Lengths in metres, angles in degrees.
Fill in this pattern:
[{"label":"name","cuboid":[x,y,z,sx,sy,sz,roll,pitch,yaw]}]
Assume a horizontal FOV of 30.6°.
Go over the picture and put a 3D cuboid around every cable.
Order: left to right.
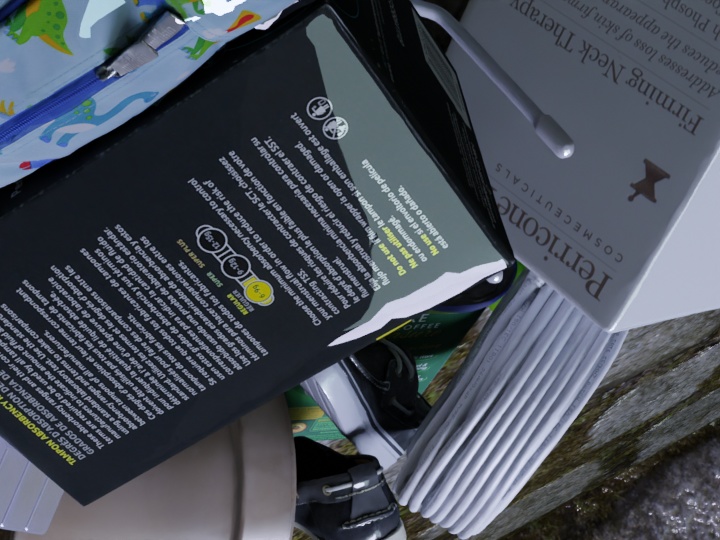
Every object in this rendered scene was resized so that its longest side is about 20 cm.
[{"label":"cable","cuboid":[0.096,0.075,0.838,0.201,0.069,0.200,-57,176,-8]}]

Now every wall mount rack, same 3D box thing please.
[{"label":"wall mount rack","cuboid":[0.009,-0.075,0.652,0.173,0.075,0.200,16,149,-3]}]

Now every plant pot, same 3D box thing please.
[{"label":"plant pot","cuboid":[-0.160,0.141,0.891,0.172,0.201,0.200,2,145,-29]}]

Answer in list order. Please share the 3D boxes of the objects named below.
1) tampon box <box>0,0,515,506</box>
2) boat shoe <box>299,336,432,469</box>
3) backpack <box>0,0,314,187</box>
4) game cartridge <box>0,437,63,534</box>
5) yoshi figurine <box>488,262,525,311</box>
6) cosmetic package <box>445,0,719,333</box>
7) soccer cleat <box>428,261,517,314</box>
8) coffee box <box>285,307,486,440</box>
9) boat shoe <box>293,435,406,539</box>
[{"label":"tampon box","cuboid":[-0.066,-0.036,0.511,0.199,0.150,0.126,-29,125,16]},{"label":"boat shoe","cuboid":[0.002,0.072,0.881,0.071,0.072,0.200,-41,154,-4]},{"label":"backpack","cuboid":[-0.113,-0.111,0.412,0.200,0.164,0.153,-36,151,31]},{"label":"game cartridge","cuboid":[-0.161,0.028,0.655,0.201,0.038,0.130,-67,159,-7]},{"label":"yoshi figurine","cuboid":[0.160,-0.012,1.078,0.111,0.113,0.200,-3,159,-18]},{"label":"cosmetic package","cuboid":[0.160,-0.101,0.703,0.166,0.167,0.201,-8,130,-49]},{"label":"soccer cleat","cuboid":[0.000,0.001,0.843,0.199,0.065,0.084,0,177,5]},{"label":"coffee box","cuboid":[-0.001,0.063,0.962,0.122,0.044,0.200,-2,148,-22]},{"label":"boat shoe","cuboid":[-0.037,0.140,0.912,0.072,0.068,0.200,-27,-162,-25]}]
